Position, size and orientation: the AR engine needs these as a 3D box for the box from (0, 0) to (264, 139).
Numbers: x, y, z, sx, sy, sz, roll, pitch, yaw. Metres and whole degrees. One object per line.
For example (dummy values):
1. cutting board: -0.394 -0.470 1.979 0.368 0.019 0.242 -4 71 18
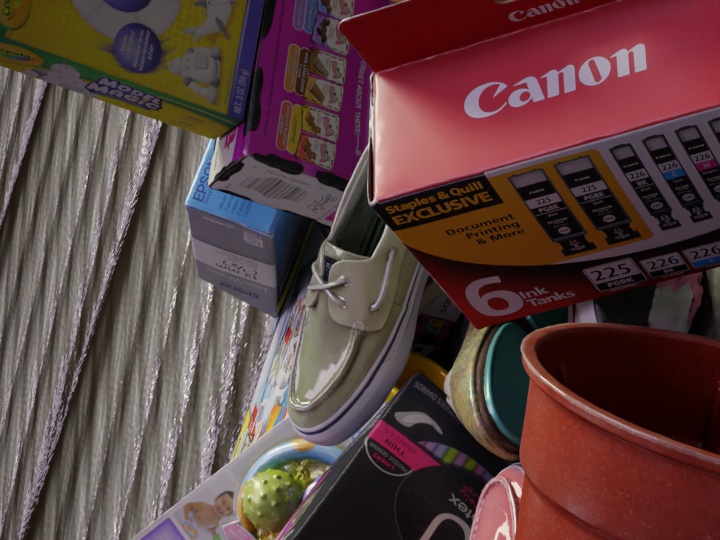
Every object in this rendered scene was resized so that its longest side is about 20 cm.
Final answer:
1. box: -0.154 -0.163 1.276 0.048 0.199 0.118 -26 51 60

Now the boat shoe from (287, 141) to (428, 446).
1. boat shoe: 0.000 0.000 1.242 0.072 0.062 0.201 24 92 46

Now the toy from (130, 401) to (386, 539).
1. toy: -0.048 0.164 1.361 0.200 0.115 0.047 -39 -6 19

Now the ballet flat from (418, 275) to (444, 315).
1. ballet flat: 0.066 -0.035 1.285 0.200 0.069 0.070 -40 37 25

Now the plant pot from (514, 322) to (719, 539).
1. plant pot: 0.144 0.148 0.958 0.201 0.199 0.197 -137 57 -64

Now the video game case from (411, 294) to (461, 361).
1. video game case: 0.008 0.012 1.507 0.182 0.036 0.201 -63 26 26

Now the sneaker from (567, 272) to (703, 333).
1. sneaker: 0.131 0.047 1.167 0.086 0.080 0.201 128 150 -46

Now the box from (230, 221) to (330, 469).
1. box: -0.036 0.081 1.445 0.137 0.037 0.201 -120 48 -71

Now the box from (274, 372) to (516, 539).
1. box: 0.010 0.173 1.196 0.106 0.122 0.200 -50 1 43

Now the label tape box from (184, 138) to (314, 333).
1. label tape box: -0.060 -0.060 1.470 0.200 0.066 0.144 98 -169 -71

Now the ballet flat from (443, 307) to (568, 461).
1. ballet flat: 0.079 0.049 1.225 0.071 0.070 0.200 -55 6 36

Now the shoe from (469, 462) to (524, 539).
1. shoe: 0.055 0.180 1.085 0.071 0.090 0.202 -41 39 50

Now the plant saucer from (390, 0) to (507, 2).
1. plant saucer: 0.094 -0.219 1.352 0.199 0.038 0.201 -23 30 14

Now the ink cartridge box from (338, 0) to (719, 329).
1. ink cartridge box: 0.109 -0.067 1.065 0.199 0.176 0.084 -15 54 22

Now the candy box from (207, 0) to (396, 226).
1. candy box: 0.014 -0.092 1.357 0.061 0.199 0.137 -33 44 57

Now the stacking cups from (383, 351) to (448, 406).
1. stacking cups: -0.002 0.144 1.427 0.201 0.060 0.061 -62 26 30
